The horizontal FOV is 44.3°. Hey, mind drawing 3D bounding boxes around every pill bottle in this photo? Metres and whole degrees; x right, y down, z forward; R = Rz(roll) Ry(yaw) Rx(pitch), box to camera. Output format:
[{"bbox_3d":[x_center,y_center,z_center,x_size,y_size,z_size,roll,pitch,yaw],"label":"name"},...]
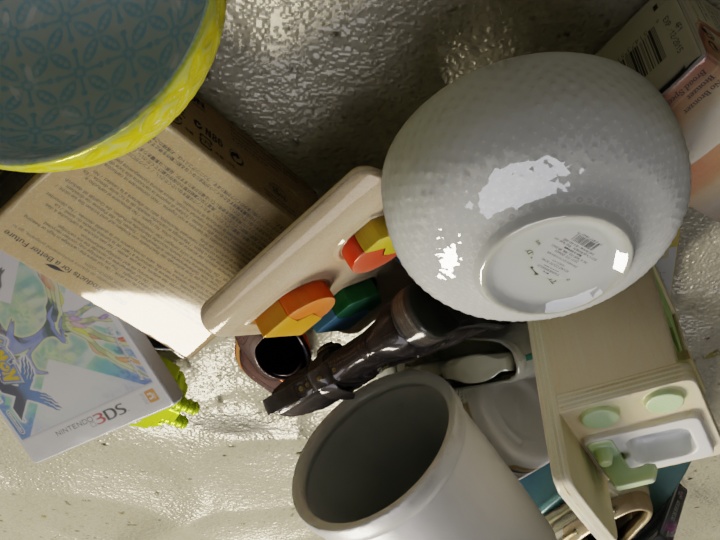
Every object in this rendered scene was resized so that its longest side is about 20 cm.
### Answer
[{"bbox_3d":[0.104,0.189,0.940,0.119,0.120,0.200,23,135,-27],"label":"pill bottle"}]

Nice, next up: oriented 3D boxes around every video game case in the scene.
[{"bbox_3d":[0.285,0.302,0.939,0.143,0.019,0.200,-52,161,17],"label":"video game case"},{"bbox_3d":[-0.276,0.060,0.771,0.182,0.022,0.201,-24,103,25],"label":"video game case"}]

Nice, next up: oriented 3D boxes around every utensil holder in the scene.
[{"bbox_3d":[0.062,0.218,0.788,0.169,0.170,0.200,-24,118,25],"label":"utensil holder"}]

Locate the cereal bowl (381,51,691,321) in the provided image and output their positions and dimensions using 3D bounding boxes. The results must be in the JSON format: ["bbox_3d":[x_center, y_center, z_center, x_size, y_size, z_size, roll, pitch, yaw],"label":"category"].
[{"bbox_3d":[0.113,-0.032,0.557,0.199,0.084,0.201,-3,140,-2],"label":"cereal bowl"}]

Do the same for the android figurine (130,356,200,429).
[{"bbox_3d":[-0.256,0.108,0.868,0.199,0.041,0.182,25,145,-16],"label":"android figurine"}]

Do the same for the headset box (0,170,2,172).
[{"bbox_3d":[-0.310,-0.055,0.608,0.075,0.149,0.200,4,141,-3],"label":"headset box"}]

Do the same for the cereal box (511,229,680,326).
[{"bbox_3d":[0.203,0.011,0.790,0.143,0.040,0.200,-6,141,8],"label":"cereal box"}]

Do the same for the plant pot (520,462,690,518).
[{"bbox_3d":[0.247,0.200,0.947,0.141,0.142,0.200,19,132,-23],"label":"plant pot"}]

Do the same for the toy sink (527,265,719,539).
[{"bbox_3d":[0.210,0.091,0.697,0.112,0.201,0.130,-19,137,22],"label":"toy sink"}]

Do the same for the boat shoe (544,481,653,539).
[{"bbox_3d":[0.224,0.268,0.873,0.072,0.065,0.200,11,129,-17],"label":"boat shoe"}]

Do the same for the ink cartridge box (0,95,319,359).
[{"bbox_3d":[-0.150,-0.042,0.666,0.164,0.075,0.200,-36,130,20],"label":"ink cartridge box"}]

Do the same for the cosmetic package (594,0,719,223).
[{"bbox_3d":[0.260,-0.099,0.620,0.199,0.088,0.103,20,135,-24],"label":"cosmetic package"}]

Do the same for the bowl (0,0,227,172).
[{"bbox_3d":[-0.160,-0.144,0.508,0.199,0.201,0.108,-9,171,9],"label":"bowl"}]

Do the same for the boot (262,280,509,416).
[{"bbox_3d":[0.024,0.063,0.769,0.174,0.069,0.200,-36,164,31],"label":"boot"}]

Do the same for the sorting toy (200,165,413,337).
[{"bbox_3d":[0.000,0.000,0.690,0.185,0.037,0.200,-40,156,23],"label":"sorting toy"}]

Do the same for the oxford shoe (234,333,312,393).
[{"bbox_3d":[-0.078,0.084,0.825,0.071,0.073,0.200,-29,146,-6],"label":"oxford shoe"}]

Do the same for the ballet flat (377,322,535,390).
[{"bbox_3d":[0.081,0.087,0.829,0.199,0.070,0.069,-13,142,38],"label":"ballet flat"}]

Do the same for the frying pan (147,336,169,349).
[{"bbox_3d":[-0.180,-0.003,0.766,0.114,0.031,0.191,-8,130,-1],"label":"frying pan"}]
